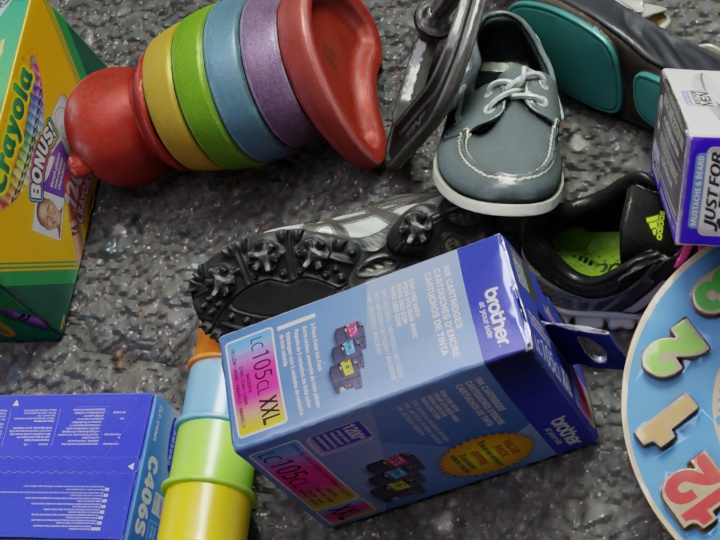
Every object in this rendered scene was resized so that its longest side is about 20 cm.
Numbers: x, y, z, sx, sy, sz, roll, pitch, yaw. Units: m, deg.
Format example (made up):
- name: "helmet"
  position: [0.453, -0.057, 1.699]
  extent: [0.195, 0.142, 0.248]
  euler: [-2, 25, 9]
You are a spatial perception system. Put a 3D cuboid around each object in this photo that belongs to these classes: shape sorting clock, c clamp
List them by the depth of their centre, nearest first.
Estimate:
- name: "shape sorting clock"
  position: [0.232, 0.069, 0.932]
  extent: [0.199, 0.039, 0.201]
  euler: [-2, 80, 10]
- name: "c clamp"
  position: [0.056, -0.148, 1.086]
  extent: [0.027, 0.200, 0.172]
  euler: [16, 70, -9]

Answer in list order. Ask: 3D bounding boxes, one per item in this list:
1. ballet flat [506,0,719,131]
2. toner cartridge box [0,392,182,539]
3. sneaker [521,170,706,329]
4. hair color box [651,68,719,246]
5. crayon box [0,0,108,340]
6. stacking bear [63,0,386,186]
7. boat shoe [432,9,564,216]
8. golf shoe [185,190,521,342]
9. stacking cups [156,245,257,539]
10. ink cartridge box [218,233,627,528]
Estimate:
- name: "ballet flat"
  position: [0.172, -0.119, 1.081]
  extent: [0.073, 0.073, 0.200]
  euler: [-48, 49, -6]
- name: "toner cartridge box"
  position: [-0.210, 0.127, 1.132]
  extent: [0.199, 0.043, 0.095]
  euler: [-2, 64, 24]
- name: "sneaker"
  position: [0.175, -0.011, 1.000]
  extent: [0.199, 0.087, 0.074]
  euler: [-2, 63, 24]
- name: "hair color box"
  position: [0.254, -0.055, 0.934]
  extent: [0.199, 0.065, 0.109]
  euler: [4, 23, 1]
- name: "crayon box"
  position: [-0.227, -0.069, 1.200]
  extent: [0.058, 0.119, 0.201]
  euler: [-3, 63, 23]
- name: "stacking bear"
  position: [-0.097, -0.109, 1.174]
  extent: [0.199, 0.114, 0.122]
  euler: [-16, 58, 22]
- name: "boat shoe"
  position: [0.079, -0.091, 1.042]
  extent: [0.072, 0.062, 0.200]
  euler: [3, 27, 2]
- name: "golf shoe"
  position: [0.000, 0.000, 1.083]
  extent: [0.199, 0.094, 0.078]
  euler: [-12, 97, 11]
- name: "stacking cups"
  position: [-0.077, 0.079, 1.091]
  extent: [0.060, 0.061, 0.201]
  euler: [-3, 60, 23]
- name: "ink cartridge box"
  position: [0.042, 0.059, 0.994]
  extent: [0.199, 0.136, 0.077]
  euler: [-22, 58, 13]
